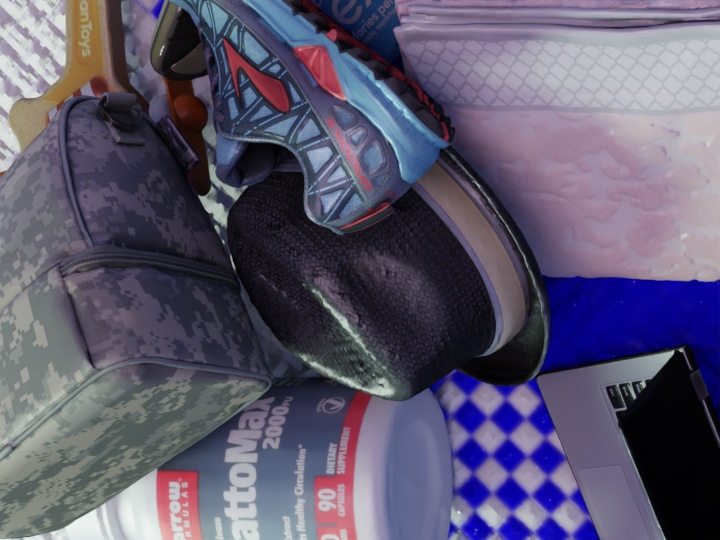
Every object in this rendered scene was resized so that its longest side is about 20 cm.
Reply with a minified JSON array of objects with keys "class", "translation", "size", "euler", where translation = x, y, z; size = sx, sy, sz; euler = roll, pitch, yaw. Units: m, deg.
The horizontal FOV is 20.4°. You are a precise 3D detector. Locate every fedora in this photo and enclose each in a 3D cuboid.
[{"class":"fedora","translation":[0.000,0.000,1.026],"size":[0.200,0.092,0.201],"euler":[39,153,25]}]

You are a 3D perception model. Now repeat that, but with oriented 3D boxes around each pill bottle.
[{"class":"pill bottle","translation":[-0.060,0.119,1.109],"size":[0.199,0.120,0.120],"euler":[-2,101,22]}]

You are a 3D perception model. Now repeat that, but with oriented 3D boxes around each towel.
[{"class":"towel","translation":[0.125,-0.061,0.988],"size":[0.199,0.032,0.191],"euler":[2,140,21]}]

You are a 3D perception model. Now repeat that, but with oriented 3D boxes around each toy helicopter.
[{"class":"toy helicopter","translation":[-0.140,-0.102,1.118],"size":[0.132,0.079,0.201],"euler":[-2,90,28]}]

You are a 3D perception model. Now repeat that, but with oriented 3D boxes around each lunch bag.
[{"class":"lunch bag","translation":[-0.161,0.024,1.032],"size":[0.200,0.139,0.168],"euler":[-36,67,28]}]

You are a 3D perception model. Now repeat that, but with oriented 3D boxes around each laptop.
[{"class":"laptop","translation":[0.141,0.146,0.990],"size":[0.200,0.116,0.188],"euler":[-16,97,58]}]

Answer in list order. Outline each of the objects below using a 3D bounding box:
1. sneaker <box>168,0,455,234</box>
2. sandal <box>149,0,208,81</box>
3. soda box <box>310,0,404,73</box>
[{"class":"sneaker","translation":[-0.051,-0.091,0.967],"size":[0.200,0.079,0.096],"euler":[41,96,34]},{"class":"sandal","translation":[-0.075,-0.200,1.074],"size":[0.057,0.080,0.202],"euler":[19,101,34]},{"class":"soda box","translation":[0.046,-0.177,1.029],"size":[0.068,0.064,0.200],"euler":[47,115,6]}]
